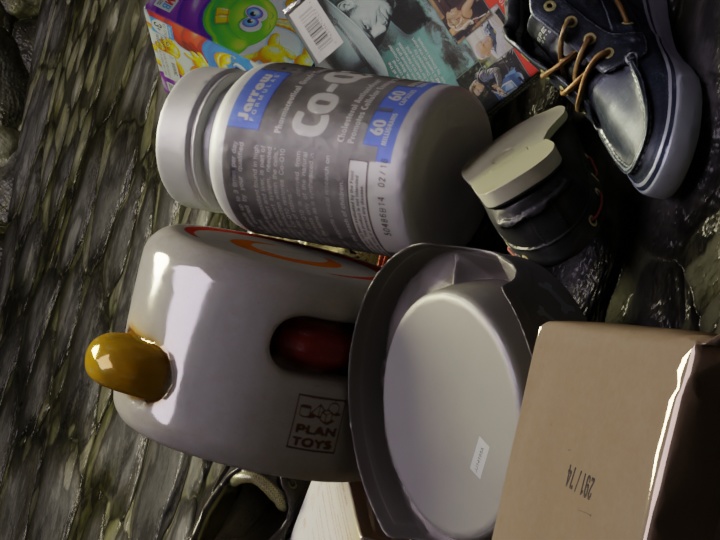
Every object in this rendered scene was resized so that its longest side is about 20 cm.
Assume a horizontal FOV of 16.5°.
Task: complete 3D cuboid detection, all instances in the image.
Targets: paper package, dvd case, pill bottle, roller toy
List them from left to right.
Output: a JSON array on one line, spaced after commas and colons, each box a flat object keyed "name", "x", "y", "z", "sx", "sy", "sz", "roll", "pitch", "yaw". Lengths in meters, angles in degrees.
[{"name": "roller toy", "x": -0.059, "y": 0.057, "z": 1.561, "sx": 0.200, "sy": 0.182, "sz": 0.140, "roll": -4, "pitch": -72, "yaw": -71}, {"name": "pill bottle", "x": -0.025, "y": -0.074, "z": 1.598, "sx": 0.200, "sy": 0.114, "sz": 0.114, "roll": 10, "pitch": 84, "yaw": 31}, {"name": "dvd case", "x": 0.052, "y": -0.165, "z": 1.607, "sx": 0.200, "sy": 0.022, "sz": 0.146, "roll": -38, "pitch": 79, "yaw": 34}, {"name": "paper package", "x": 0.142, "y": 0.124, "z": 1.160, "sx": 0.200, "sy": 0.103, "sz": 0.191, "roll": -174, "pitch": 98, "yaw": -74}]

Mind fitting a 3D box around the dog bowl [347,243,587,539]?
[{"name": "dog bowl", "x": 0.069, "y": 0.081, "z": 1.418, "sx": 0.200, "sy": 0.059, "sz": 0.201, "roll": 15, "pitch": 108, "yaw": 57}]

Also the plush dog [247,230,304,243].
[{"name": "plush dog", "x": -0.043, "y": 0.055, "z": 1.872, "sx": 0.200, "sy": 0.160, "sz": 0.172, "roll": -51, "pitch": -26, "yaw": -52}]

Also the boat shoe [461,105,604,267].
[{"name": "boat shoe", "x": 0.106, "y": -0.051, "z": 1.495, "sx": 0.074, "sy": 0.063, "sz": 0.201, "roll": -32, "pitch": 12, "yaw": 10}]

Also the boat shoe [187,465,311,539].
[{"name": "boat shoe", "x": -0.063, "y": 0.156, "z": 1.728, "sx": 0.065, "sy": 0.073, "sz": 0.200, "roll": 78, "pitch": -144, "yaw": -67}]

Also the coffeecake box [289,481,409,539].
[{"name": "coffeecake box", "x": -0.009, "y": 0.226, "z": 1.651, "sx": 0.154, "sy": 0.073, "sz": 0.200, "roll": -105, "pitch": 33, "yaw": -63}]

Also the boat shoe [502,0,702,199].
[{"name": "boat shoe", "x": 0.133, "y": -0.116, "z": 1.424, "sx": 0.200, "sy": 0.091, "sz": 0.071, "roll": -97, "pitch": 26, "yaw": -52}]

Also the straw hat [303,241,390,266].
[{"name": "straw hat", "x": 0.000, "y": 0.000, "z": 1.704, "sx": 0.201, "sy": 0.085, "sz": 0.201, "roll": 19, "pitch": -90, "yaw": -87}]

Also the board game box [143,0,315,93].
[{"name": "board game box", "x": -0.038, "y": -0.151, "z": 1.760, "sx": 0.103, "sy": 0.200, "sz": 0.105, "roll": -54, "pitch": -23, "yaw": -23}]
